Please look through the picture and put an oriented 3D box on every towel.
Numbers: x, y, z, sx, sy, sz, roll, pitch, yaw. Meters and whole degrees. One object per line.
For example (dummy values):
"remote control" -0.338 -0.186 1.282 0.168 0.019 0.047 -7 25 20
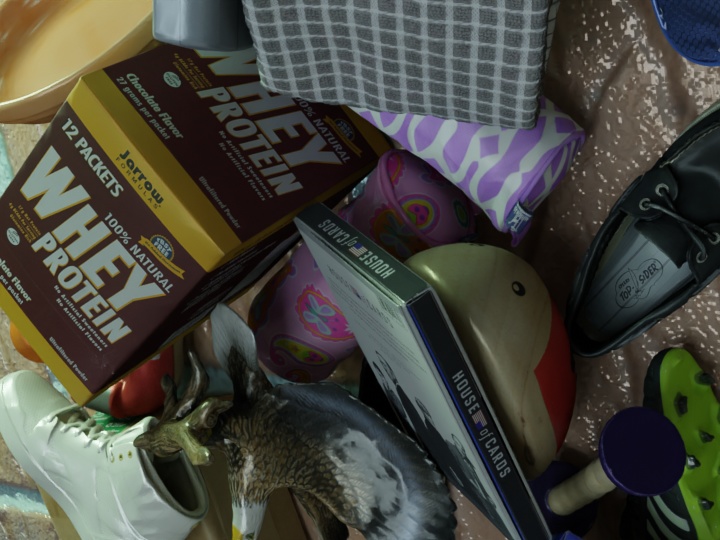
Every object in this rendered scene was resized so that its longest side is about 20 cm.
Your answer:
"towel" 0.020 -0.153 0.609 0.164 0.086 0.200 10 155 10

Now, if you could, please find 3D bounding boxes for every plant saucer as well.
"plant saucer" -0.183 -0.166 0.815 0.199 0.201 0.038 -1 139 36

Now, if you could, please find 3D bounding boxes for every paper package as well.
"paper package" -0.158 0.211 1.035 0.199 0.103 0.192 -9 105 39

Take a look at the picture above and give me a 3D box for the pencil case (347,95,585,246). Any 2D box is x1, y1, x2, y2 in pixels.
"pencil case" 0.044 -0.105 0.746 0.200 0.084 0.086 42 142 14

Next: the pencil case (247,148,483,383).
"pencil case" 0.000 0.000 0.831 0.088 0.087 0.200 49 130 4

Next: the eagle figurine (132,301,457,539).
"eagle figurine" -0.048 0.130 0.827 0.151 0.199 0.152 -57 31 26

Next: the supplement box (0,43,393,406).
"supplement box" -0.122 -0.047 0.816 0.133 0.197 0.200 50 130 2

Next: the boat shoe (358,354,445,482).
"boat shoe" 0.025 0.121 0.886 0.074 0.062 0.201 21 125 24

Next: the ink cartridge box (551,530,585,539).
"ink cartridge box" 0.156 0.229 0.754 0.136 0.077 0.200 30 168 4

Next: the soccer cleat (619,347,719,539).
"soccer cleat" 0.198 0.143 0.773 0.081 0.067 0.201 2 115 45

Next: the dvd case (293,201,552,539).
"dvd case" 0.036 0.064 0.729 0.150 0.025 0.201 39 159 57

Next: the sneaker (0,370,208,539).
"sneaker" -0.192 0.131 0.924 0.200 0.074 0.116 49 119 12

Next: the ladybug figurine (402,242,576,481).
"ladybug figurine" 0.084 0.054 0.752 0.136 0.072 0.201 50 167 34

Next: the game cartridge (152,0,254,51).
"game cartridge" -0.061 -0.196 0.672 0.040 0.200 0.134 13 118 10

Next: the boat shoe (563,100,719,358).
"boat shoe" 0.177 -0.019 0.702 0.075 0.066 0.200 45 131 5

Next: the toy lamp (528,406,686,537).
"toy lamp" 0.143 0.136 0.769 0.058 0.058 0.200 45 157 8

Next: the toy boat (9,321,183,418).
"toy boat" -0.223 0.032 0.967 0.130 0.131 0.202 13 114 30

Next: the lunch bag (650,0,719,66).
"lunch bag" 0.201 -0.209 0.550 0.135 0.132 0.201 0 115 51
